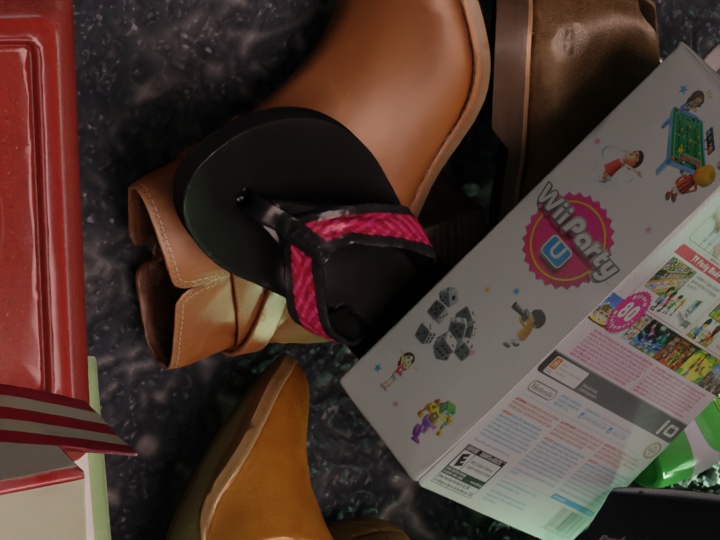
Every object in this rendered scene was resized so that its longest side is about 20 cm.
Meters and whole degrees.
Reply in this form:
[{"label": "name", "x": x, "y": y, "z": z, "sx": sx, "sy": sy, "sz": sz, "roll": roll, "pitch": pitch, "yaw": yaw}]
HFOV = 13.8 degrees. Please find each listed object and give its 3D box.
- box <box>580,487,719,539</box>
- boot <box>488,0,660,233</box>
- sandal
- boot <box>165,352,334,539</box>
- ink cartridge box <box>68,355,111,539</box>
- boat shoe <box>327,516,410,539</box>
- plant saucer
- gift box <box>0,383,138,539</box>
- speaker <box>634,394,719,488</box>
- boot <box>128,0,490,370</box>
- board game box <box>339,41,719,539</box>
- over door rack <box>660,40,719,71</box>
[{"label": "box", "x": 0.128, "y": 0.213, "z": 1.251, "sx": 0.200, "sy": 0.104, "sz": 0.148, "roll": -52, "pitch": 131, "yaw": -37}, {"label": "boot", "x": 0.091, "y": -0.034, "z": 1.288, "sx": 0.075, "sy": 0.074, "sz": 0.201, "roll": 0, "pitch": 125, "yaw": -1}, {"label": "sandal", "x": 0.000, "y": 0.000, "z": 1.211, "sx": 0.075, "sy": 0.045, "sz": 0.200, "roll": -44, "pitch": 133, "yaw": 5}, {"label": "boot", "x": -0.014, "y": 0.145, "z": 1.252, "sx": 0.144, "sy": 0.071, "sz": 0.202, "roll": 28, "pitch": 55, "yaw": -11}, {"label": "ink cartridge box", "x": -0.197, "y": 0.114, "z": 1.192, "sx": 0.199, "sy": 0.048, "sz": 0.146, "roll": -6, "pitch": 94, "yaw": -27}, {"label": "boat shoe", "x": -0.056, "y": 0.185, "z": 1.304, "sx": 0.200, "sy": 0.074, "sz": 0.069, "roll": -27, "pitch": 120, "yaw": -16}, {"label": "plant saucer", "x": -0.192, "y": -0.016, "z": 1.145, "sx": 0.199, "sy": 0.037, "sz": 0.201, "roll": -4, "pitch": 94, "yaw": -29}, {"label": "gift box", "x": -0.187, "y": 0.117, "z": 1.038, "sx": 0.184, "sy": 0.200, "sz": 0.187, "roll": -13, "pitch": 115, "yaw": -31}, {"label": "speaker", "x": 0.194, "y": 0.016, "z": 1.382, "sx": 0.200, "sy": 0.088, "sz": 0.089, "roll": -34, "pitch": 121, "yaw": -15}, {"label": "boot", "x": -0.027, "y": -0.058, "z": 1.235, "sx": 0.154, "sy": 0.074, "sz": 0.201, "roll": -16, "pitch": 114, "yaw": -23}, {"label": "board game box", "x": 0.108, "y": 0.015, "z": 1.253, "sx": 0.200, "sy": 0.064, "sz": 0.147, "roll": -44, "pitch": 150, "yaw": 9}, {"label": "over door rack", "x": 0.191, "y": -0.138, "z": 1.315, "sx": 0.148, "sy": 0.067, "sz": 0.200, "roll": 32, "pitch": 90, "yaw": -19}]
